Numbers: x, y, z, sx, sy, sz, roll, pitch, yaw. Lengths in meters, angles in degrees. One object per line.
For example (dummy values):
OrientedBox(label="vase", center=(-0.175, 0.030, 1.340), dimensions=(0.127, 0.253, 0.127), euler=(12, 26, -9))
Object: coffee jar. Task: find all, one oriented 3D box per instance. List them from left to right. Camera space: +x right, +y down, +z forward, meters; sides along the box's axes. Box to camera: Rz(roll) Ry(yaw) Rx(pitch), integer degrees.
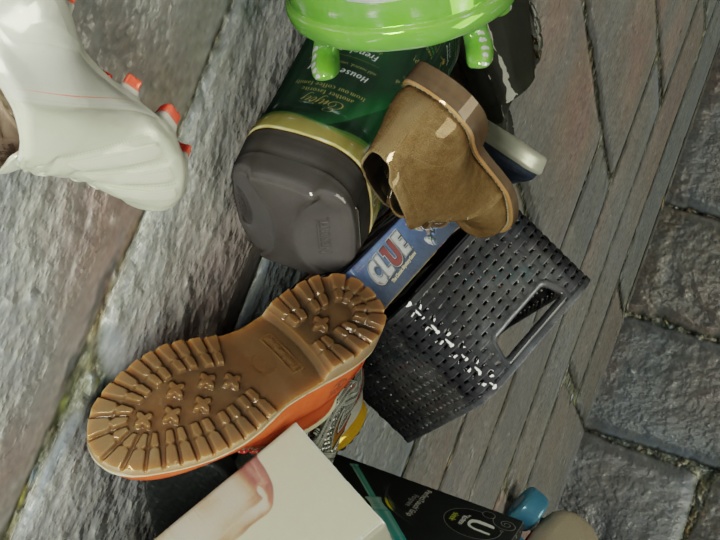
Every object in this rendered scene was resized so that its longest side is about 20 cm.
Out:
OrientedBox(label="coffee jar", center=(-0.008, -0.099, 1.134), dimensions=(0.104, 0.085, 0.200), euler=(85, 26, -55))

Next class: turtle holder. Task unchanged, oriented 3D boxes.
OrientedBox(label="turtle holder", center=(0.027, -0.201, 1.047), dimensions=(0.186, 0.141, 0.132), euler=(-46, 135, -50))

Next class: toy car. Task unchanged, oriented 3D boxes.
OrientedBox(label="toy car", center=(0.244, 0.450, 2.586), dimensions=(0.200, 0.184, 0.177), euler=(-47, -174, 43))

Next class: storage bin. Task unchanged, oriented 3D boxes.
OrientedBox(label="storage bin", center=(0.071, 0.040, 1.372), dimensions=(0.135, 0.094, 0.200), euler=(-47, -177, -23))

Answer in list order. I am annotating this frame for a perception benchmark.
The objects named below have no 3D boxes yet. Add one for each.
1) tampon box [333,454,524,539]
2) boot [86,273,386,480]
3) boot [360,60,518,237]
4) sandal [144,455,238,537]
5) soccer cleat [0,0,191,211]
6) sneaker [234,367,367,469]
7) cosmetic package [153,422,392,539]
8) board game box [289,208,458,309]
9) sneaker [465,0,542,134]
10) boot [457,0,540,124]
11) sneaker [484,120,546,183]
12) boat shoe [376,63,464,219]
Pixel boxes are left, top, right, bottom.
OrientedBox(label="tampon box", center=(-0.006, 0.230, 1.299), dimensions=(0.150, 0.200, 0.126), euler=(-38, 143, -64))
OrientedBox(label="boot", center=(-0.077, 0.084, 1.060), dimensions=(0.200, 0.075, 0.107), euler=(-24, 155, -33))
OrientedBox(label="boot", center=(0.045, -0.055, 1.112), dimensions=(0.075, 0.074, 0.200), euler=(-52, 156, -6))
OrientedBox(label="sandal", center=(-0.100, 0.177, 1.161), dimensions=(0.048, 0.075, 0.200), euler=(-82, 177, -50))
OrientedBox(label="soccer cleat", center=(-0.134, -0.066, 0.778), dimensions=(0.078, 0.069, 0.200), euler=(-63, 156, -15))
OrientedBox(label="sneaker", center=(-0.047, 0.108, 1.278), dimensions=(0.200, 0.078, 0.082), euler=(-66, 163, -56))
OrientedBox(label="cosmetic package", center=(-0.081, 0.195, 1.053), dimensions=(0.200, 0.087, 0.103), euler=(-38, 156, -11))
OrientedBox(label="board game box", center=(0.000, 0.000, 1.214), dimensions=(0.135, 0.035, 0.200), euler=(-34, -173, 35))
OrientedBox(label="sneaker", center=(0.094, -0.148, 1.478), dimensions=(0.091, 0.076, 0.200), euler=(-41, 144, -50))
OrientedBox(label="boot", center=(0.108, -0.213, 1.329), dimensions=(0.200, 0.077, 0.138), euler=(-46, 118, -35))
OrientedBox(label="sneaker", center=(0.067, -0.066, 1.332), dimensions=(0.085, 0.075, 0.200), euler=(-60, -162, -8))
OrientedBox(label="boat shoe", center=(0.016, -0.095, 1.270), dimensions=(0.065, 0.072, 0.200), euler=(-60, -179, 41))
